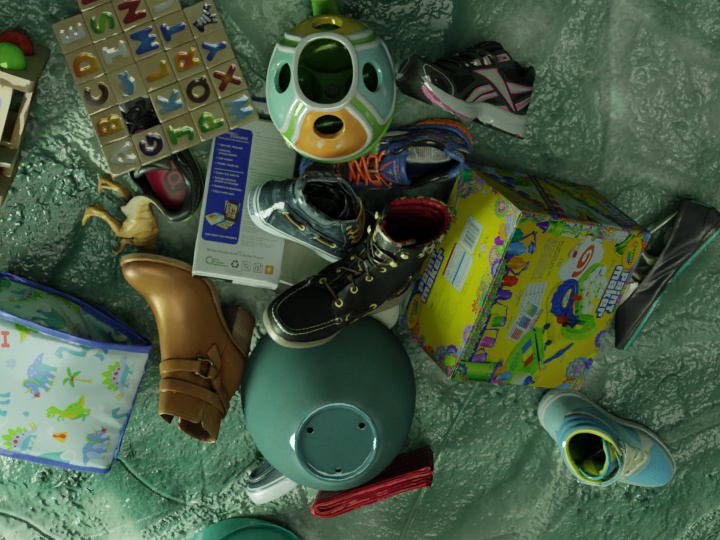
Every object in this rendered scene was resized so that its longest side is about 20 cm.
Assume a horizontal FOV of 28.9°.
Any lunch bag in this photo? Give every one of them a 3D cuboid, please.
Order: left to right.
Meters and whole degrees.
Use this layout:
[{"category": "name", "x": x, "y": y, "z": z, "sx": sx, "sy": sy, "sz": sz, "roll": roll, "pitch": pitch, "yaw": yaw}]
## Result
[{"category": "lunch bag", "x": -0.346, "y": 0.120, "z": 1.556, "sx": 0.198, "sy": 0.128, "sz": 0.172, "roll": 21, "pitch": 110, "yaw": -3}]

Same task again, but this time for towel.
[{"category": "towel", "x": 0.018, "y": 0.243, "z": 1.605, "sx": 0.143, "sy": 0.200, "sz": 0.023, "roll": -17, "pitch": 89, "yaw": 3}]

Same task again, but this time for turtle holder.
[{"category": "turtle holder", "x": -0.024, "y": -0.207, "z": 1.431, "sx": 0.140, "sy": 0.132, "sz": 0.187, "roll": 24, "pitch": 86, "yaw": 6}]

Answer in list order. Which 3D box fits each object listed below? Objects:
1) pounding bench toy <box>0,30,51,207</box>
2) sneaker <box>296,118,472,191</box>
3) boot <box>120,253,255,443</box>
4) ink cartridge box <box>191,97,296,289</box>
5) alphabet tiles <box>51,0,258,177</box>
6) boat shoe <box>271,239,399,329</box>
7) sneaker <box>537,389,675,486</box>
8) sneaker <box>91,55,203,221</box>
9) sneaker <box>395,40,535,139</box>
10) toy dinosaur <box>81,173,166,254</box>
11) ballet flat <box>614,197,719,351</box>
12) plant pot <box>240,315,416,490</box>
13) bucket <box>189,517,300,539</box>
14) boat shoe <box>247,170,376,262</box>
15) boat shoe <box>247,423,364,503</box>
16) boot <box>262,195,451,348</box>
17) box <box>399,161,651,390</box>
[{"category": "pounding bench toy", "x": -0.396, "y": -0.159, "z": 1.394, "sx": 0.123, "sy": 0.200, "sz": 0.158, "roll": 17, "pitch": 111, "yaw": -12}, {"category": "sneaker", "x": 0.028, "y": -0.121, "z": 1.513, "sx": 0.197, "sy": 0.079, "sz": 0.076, "roll": -11, "pitch": 113, "yaw": 0}, {"category": "boot", "x": -0.202, "y": 0.085, "z": 1.522, "sx": 0.076, "sy": 0.157, "sz": 0.200, "roll": -4, "pitch": 148, "yaw": 36}, {"category": "ink cartridge box", "x": -0.122, "y": -0.086, "z": 1.510, "sx": 0.093, "sy": 0.037, "sz": 0.203, "roll": 9, "pitch": 82, "yaw": -9}, {"category": "alphabet tiles", "x": -0.217, "y": -0.221, "z": 1.443, "sx": 0.165, "sy": 0.008, "sz": 0.202, "roll": -23, "pitch": 95, "yaw": -10}, {"category": "boat shoe", "x": -0.049, "y": 0.010, "z": 1.572, "sx": 0.200, "sy": 0.060, "sz": 0.073, "roll": 27, "pitch": 78, "yaw": -16}, {"category": "sneaker", "x": 0.303, "y": 0.226, "z": 1.655, "sx": 0.198, "sy": 0.131, "sz": 0.080, "roll": 28, "pitch": 107, "yaw": -16}, {"category": "sneaker", "x": -0.222, "y": -0.140, "z": 1.480, "sx": 0.076, "sy": 0.084, "sz": 0.201, "roll": -27, "pitch": 113, "yaw": 6}, {"category": "sneaker", "x": 0.114, "y": -0.204, "z": 1.465, "sx": 0.199, "sy": 0.080, "sz": 0.087, "roll": 10, "pitch": 102, "yaw": -53}, {"category": "toy dinosaur", "x": -0.241, "y": -0.061, "z": 1.500, "sx": 0.105, "sy": 0.200, "sz": 0.061, "roll": 27, "pitch": 66, "yaw": 5}, {"category": "ballet flat", "x": 0.336, "y": -0.001, "z": 1.604, "sx": 0.072, "sy": 0.073, "sz": 0.201, "roll": 27, "pitch": 114, "yaw": -15}, {"category": "plant pot", "x": -0.030, "y": 0.157, "z": 1.512, "sx": 0.197, "sy": 0.135, "sz": 0.203, "roll": -2, "pitch": 108, "yaw": -5}, {"category": "bucket", "x": -0.142, "y": 0.410, "z": 1.691, "sx": 0.204, "sy": 0.135, "sz": 0.210, "roll": -2, "pitch": 114, "yaw": -4}, {"category": "boat shoe", "x": -0.019, "y": -0.053, "z": 1.489, "sx": 0.199, "sy": 0.090, "sz": 0.072, "roll": 15, "pitch": 73, "yaw": -42}, {"category": "boat shoe", "x": -0.071, "y": 0.181, "z": 1.634, "sx": 0.200, "sy": 0.071, "sz": 0.091, "roll": -38, "pitch": 106, "yaw": 6}, {"category": "boot", "x": 0.000, "y": 0.000, "z": 1.454, "sx": 0.198, "sy": 0.074, "sz": 0.151, "roll": -18, "pitch": 156, "yaw": -37}, {"category": "box", "x": 0.178, "y": 0.010, "z": 1.524, "sx": 0.191, "sy": 0.122, "sz": 0.202, "roll": 8, "pitch": 114, "yaw": -34}]
